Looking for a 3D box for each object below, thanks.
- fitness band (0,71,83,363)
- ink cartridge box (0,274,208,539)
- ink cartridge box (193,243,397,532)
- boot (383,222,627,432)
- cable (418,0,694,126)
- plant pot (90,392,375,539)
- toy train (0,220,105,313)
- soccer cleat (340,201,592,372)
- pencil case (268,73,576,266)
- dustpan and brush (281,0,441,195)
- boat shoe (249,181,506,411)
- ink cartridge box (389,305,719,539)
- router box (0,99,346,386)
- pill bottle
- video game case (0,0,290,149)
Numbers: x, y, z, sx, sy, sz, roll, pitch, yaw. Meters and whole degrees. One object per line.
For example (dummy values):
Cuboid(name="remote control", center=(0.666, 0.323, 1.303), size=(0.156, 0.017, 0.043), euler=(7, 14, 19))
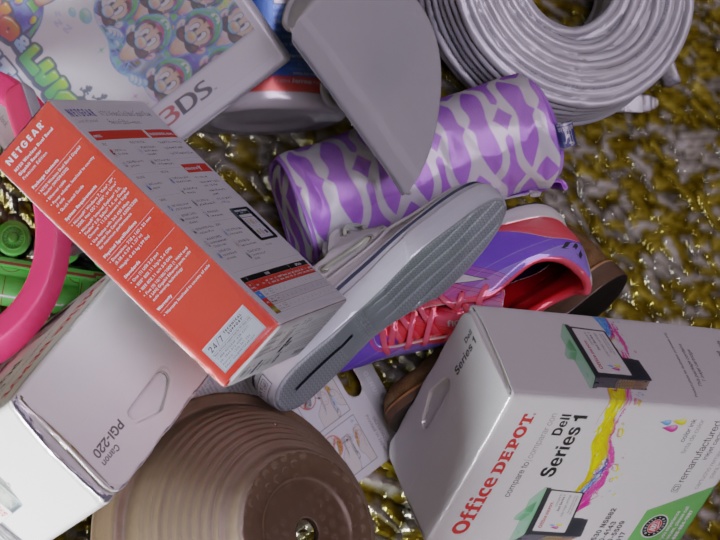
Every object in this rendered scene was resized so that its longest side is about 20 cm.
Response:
Cuboid(name="fitness band", center=(-0.239, -0.034, 1.474), size=(0.037, 0.143, 0.201), euler=(35, 32, -58))
Cuboid(name="ink cartridge box", center=(-0.190, 0.097, 1.431), size=(0.085, 0.200, 0.146), euler=(47, 44, -11))
Cuboid(name="ink cartridge box", center=(-0.077, 0.097, 1.596), size=(0.200, 0.057, 0.163), euler=(-36, 99, -44))
Cuboid(name="boot", center=(0.084, 0.037, 1.663), size=(0.199, 0.074, 0.076), euler=(-35, 70, -21))
Cuboid(name="cable", center=(0.136, -0.200, 1.700), size=(0.198, 0.069, 0.202), euler=(-12, 89, -24))
Cuboid(name="plant pot", center=(-0.058, 0.169, 1.500), size=(0.200, 0.092, 0.203), euler=(11, 70, -35))
Cuboid(name="toy train", center=(-0.169, 0.005, 1.533), size=(0.198, 0.042, 0.057), euler=(9, 84, -5))
Cuboid(name="soccer cleat", center=(0.055, 0.021, 1.596), size=(0.199, 0.073, 0.069), euler=(-23, 130, -9))
Cuboid(name="pencil case", center=(0.039, -0.064, 1.615), size=(0.198, 0.084, 0.086), euler=(-18, 111, -11))
Cuboid(name="dustpan and brush", center=(0.014, -0.154, 1.567), size=(0.140, 0.057, 0.201), euler=(53, 47, -25))
Cuboid(name="boat shoe", center=(0.000, 0.000, 1.545), size=(0.200, 0.074, 0.067), euler=(-39, 63, -12))
Cuboid(name="ink cartridge box", center=(0.140, 0.108, 1.609), size=(0.198, 0.145, 0.084), euler=(6, 40, -27))
Cuboid(name="router box", center=(-0.103, -0.021, 1.412), size=(0.179, 0.200, 0.049), euler=(44, 100, 6))
Cuboid(name="pill bottle", center=(-0.065, -0.195, 1.589), size=(0.111, 0.112, 0.202), euler=(0, 83, -23))
Cuboid(name="video game case", center=(-0.172, -0.160, 1.524), size=(0.181, 0.024, 0.201), euler=(-36, 89, 9))
